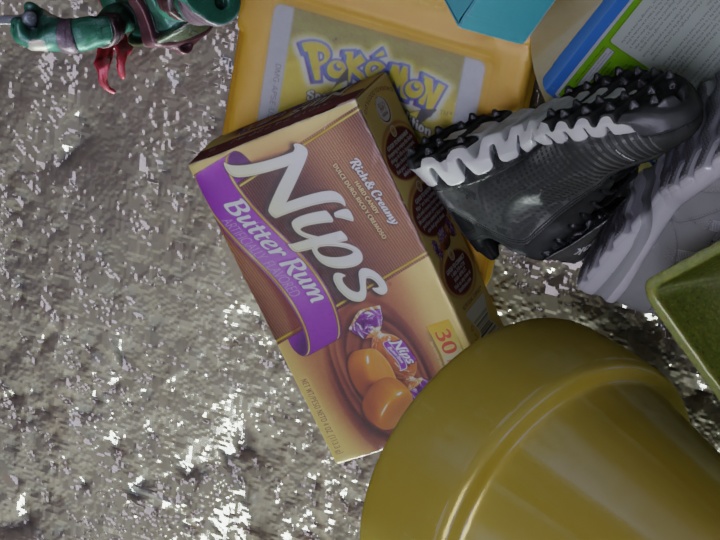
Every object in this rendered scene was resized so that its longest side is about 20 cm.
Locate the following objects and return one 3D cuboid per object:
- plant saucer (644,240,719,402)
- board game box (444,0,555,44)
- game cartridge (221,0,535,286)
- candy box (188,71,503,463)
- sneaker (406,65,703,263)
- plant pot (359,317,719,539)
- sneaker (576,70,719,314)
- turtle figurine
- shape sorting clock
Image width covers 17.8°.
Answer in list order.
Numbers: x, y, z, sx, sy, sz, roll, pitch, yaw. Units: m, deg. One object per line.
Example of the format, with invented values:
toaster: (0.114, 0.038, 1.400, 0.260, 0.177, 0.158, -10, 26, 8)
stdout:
plant saucer: (0.277, 0.038, 1.148, 0.200, 0.048, 0.200, -31, 98, 39)
board game box: (0.092, -0.240, 1.161, 0.200, 0.047, 0.151, -54, 43, 31)
game cartridge: (0.009, -0.102, 1.316, 0.176, 0.032, 0.200, 18, 119, 14)
candy box: (0.000, 0.000, 1.316, 0.117, 0.056, 0.200, -19, 105, 27)
sneaker: (0.115, -0.050, 1.221, 0.200, 0.066, 0.091, -13, 110, 49)
plant pot: (0.133, 0.153, 1.242, 0.189, 0.201, 0.201, 33, 126, 41)
sneaker: (0.192, -0.039, 1.209, 0.082, 0.075, 0.200, 26, 146, -8)
turtle figurine: (-0.116, -0.171, 1.295, 0.101, 0.150, 0.200, 37, 160, -31)
shape sorting clock: (0.188, -0.112, 1.215, 0.200, 0.039, 0.200, 14, 133, 16)
